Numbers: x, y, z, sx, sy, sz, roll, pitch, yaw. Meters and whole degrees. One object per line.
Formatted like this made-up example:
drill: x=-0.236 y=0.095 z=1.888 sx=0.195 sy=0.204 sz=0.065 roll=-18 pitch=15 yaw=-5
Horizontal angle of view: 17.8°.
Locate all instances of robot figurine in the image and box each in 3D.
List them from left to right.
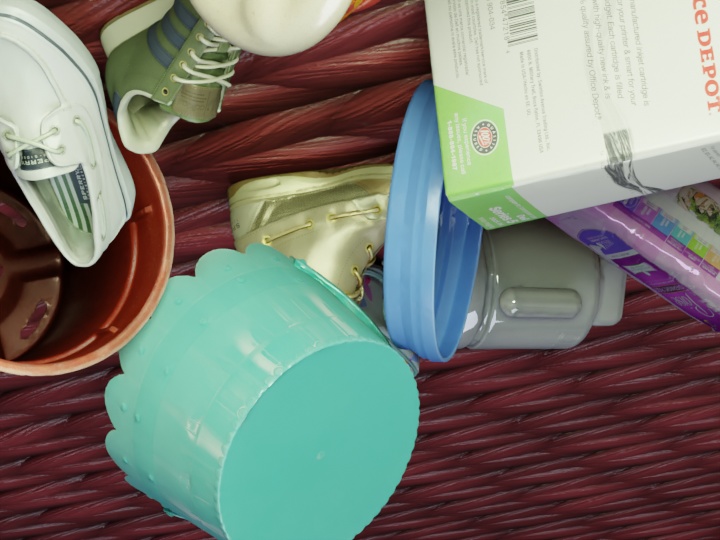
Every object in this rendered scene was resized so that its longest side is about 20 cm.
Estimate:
robot figurine: x=0.121 y=0.008 z=1.907 sx=0.198 sy=0.114 sz=0.170 roll=1 pitch=-170 yaw=-19

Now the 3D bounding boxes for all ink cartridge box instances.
ink cartridge box: x=0.151 y=-0.122 z=1.453 sx=0.198 sy=0.147 sz=0.084 roll=-11 pitch=162 yaw=20

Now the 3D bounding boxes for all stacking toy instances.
stacking toy: x=0.006 y=-0.199 z=1.257 sx=0.199 sy=0.147 sz=0.146 roll=-14 pitch=173 yaw=-45

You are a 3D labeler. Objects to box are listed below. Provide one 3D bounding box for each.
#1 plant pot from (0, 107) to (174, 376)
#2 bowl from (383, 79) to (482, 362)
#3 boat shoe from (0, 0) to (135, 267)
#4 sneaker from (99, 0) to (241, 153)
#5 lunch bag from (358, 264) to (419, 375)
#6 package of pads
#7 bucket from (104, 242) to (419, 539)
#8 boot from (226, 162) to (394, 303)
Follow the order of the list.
plant pot: x=-0.254 y=-0.012 z=1.627 sx=0.199 sy=0.203 sz=0.195 roll=2 pitch=169 yaw=-22
bowl: x=0.053 y=-0.038 z=1.611 sx=0.039 sy=0.202 sz=0.201 roll=7 pitch=165 yaw=12
boat shoe: x=-0.195 y=-0.085 z=1.467 sx=0.073 sy=0.067 sz=0.201 roll=-6 pitch=136 yaw=23
sneaker: x=-0.095 y=-0.136 z=1.425 sx=0.067 sy=0.091 sz=0.200 roll=8 pitch=157 yaw=-35
lunch bag: x=-0.030 y=0.052 z=2.062 sx=0.159 sy=0.078 sz=0.200 roll=-11 pitch=162 yaw=13
package of pads: x=0.222 y=-0.034 z=1.705 sx=0.199 sy=0.076 sz=0.120 roll=34 pitch=172 yaw=-9
bucket: x=-0.065 y=0.100 z=1.618 sx=0.206 sy=0.209 sz=0.135 roll=13 pitch=-164 yaw=-45
boot: x=0.000 y=0.000 z=1.764 sx=0.198 sy=0.157 sz=0.073 roll=-5 pitch=170 yaw=4
